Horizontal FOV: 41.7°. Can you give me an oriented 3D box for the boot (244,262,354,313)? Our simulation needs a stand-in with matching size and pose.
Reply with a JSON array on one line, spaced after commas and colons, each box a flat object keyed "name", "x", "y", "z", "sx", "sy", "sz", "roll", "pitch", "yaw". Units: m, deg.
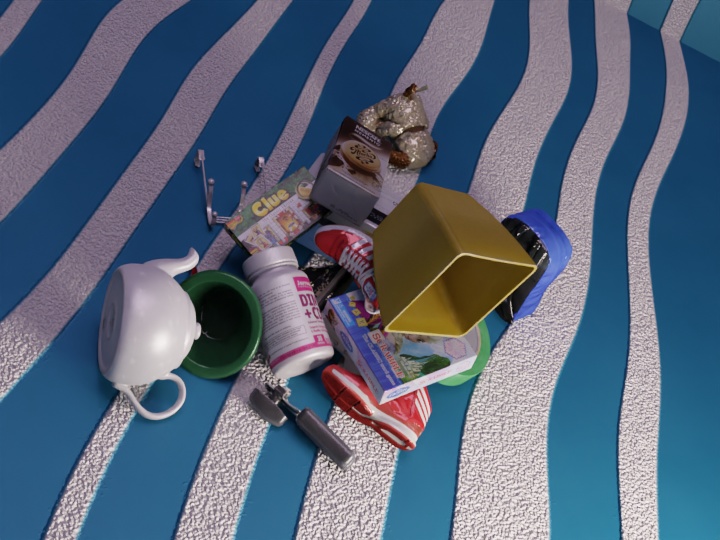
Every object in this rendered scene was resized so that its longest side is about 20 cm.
[{"name": "boot", "x": -0.100, "y": -0.001, "z": 1.715, "sx": 0.153, "sy": 0.074, "sz": 0.204, "roll": 37, "pitch": 78, "yaw": 17}]

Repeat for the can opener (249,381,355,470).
[{"name": "can opener", "x": -0.093, "y": 0.254, "z": 1.538, "sx": 0.199, "sy": 0.053, "sz": 0.067, "roll": 38, "pitch": 76, "yaw": 14}]

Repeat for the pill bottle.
[{"name": "pill bottle", "x": -0.127, "y": 0.069, "z": 1.608, "sx": 0.112, "sy": 0.113, "sz": 0.203, "roll": -10, "pitch": 72, "yaw": -35}]

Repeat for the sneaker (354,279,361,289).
[{"name": "sneaker", "x": 0.052, "y": 0.055, "z": 1.800, "sx": 0.201, "sy": 0.084, "sz": 0.075, "roll": 50, "pitch": 40, "yaw": -12}]

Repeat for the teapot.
[{"name": "teapot", "x": -0.321, "y": 0.092, "z": 1.475, "sx": 0.144, "sy": 0.202, "sz": 0.199, "roll": 11, "pitch": 34, "yaw": -26}]

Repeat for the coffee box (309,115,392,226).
[{"name": "coffee box", "x": -0.015, "y": -0.189, "z": 1.777, "sx": 0.112, "sy": 0.080, "sz": 0.202, "roll": 29, "pitch": 36, "yaw": -11}]

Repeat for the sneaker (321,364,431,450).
[{"name": "sneaker", "x": 0.034, "y": 0.204, "z": 1.609, "sx": 0.199, "sy": 0.078, "sz": 0.116, "roll": 41, "pitch": 58, "yaw": -4}]

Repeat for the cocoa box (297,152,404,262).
[{"name": "cocoa box", "x": -0.034, "y": -0.107, "z": 1.864, "sx": 0.197, "sy": 0.132, "sz": 0.134, "roll": 28, "pitch": 42, "yaw": 2}]

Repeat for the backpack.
[{"name": "backpack", "x": 0.335, "y": -0.028, "z": 1.930, "sx": 0.166, "sy": 0.202, "sz": 0.163, "roll": -24, "pitch": 60, "yaw": -42}]

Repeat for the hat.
[{"name": "hat", "x": -0.244, "y": 0.078, "z": 1.637, "sx": 0.162, "sy": 0.176, "sz": 0.205, "roll": 3, "pitch": 88, "yaw": -2}]

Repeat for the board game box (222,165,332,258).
[{"name": "board game box", "x": -0.144, "y": -0.100, "z": 1.731, "sx": 0.199, "sy": 0.024, "sz": 0.105, "roll": -39, "pitch": 77, "yaw": -26}]

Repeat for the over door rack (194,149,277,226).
[{"name": "over door rack", "x": -0.242, "y": -0.169, "z": 1.866, "sx": 0.145, "sy": 0.067, "sz": 0.202, "roll": 4, "pitch": 46, "yaw": -26}]

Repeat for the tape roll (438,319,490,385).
[{"name": "tape roll", "x": 0.156, "y": 0.111, "z": 1.761, "sx": 0.198, "sy": 0.048, "sz": 0.204, "roll": 24, "pitch": 48, "yaw": -29}]

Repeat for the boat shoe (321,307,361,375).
[{"name": "boat shoe", "x": -0.011, "y": 0.155, "z": 1.665, "sx": 0.070, "sy": 0.071, "sz": 0.200, "roll": -43, "pitch": 90, "yaw": -9}]

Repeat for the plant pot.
[{"name": "plant pot", "x": 0.131, "y": -0.025, "z": 1.549, "sx": 0.198, "sy": 0.200, "sz": 0.178, "roll": 7, "pitch": 48, "yaw": -43}]

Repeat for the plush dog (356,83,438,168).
[{"name": "plush dog", "x": 0.112, "y": -0.318, "z": 2.169, "sx": 0.198, "sy": 0.160, "sz": 0.175, "roll": -17, "pitch": 83, "yaw": -37}]

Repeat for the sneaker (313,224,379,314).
[{"name": "sneaker", "x": 0.000, "y": 0.000, "z": 1.618, "sx": 0.197, "sy": 0.072, "sz": 0.113, "roll": 24, "pitch": 43, "yaw": 1}]

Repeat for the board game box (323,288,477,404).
[{"name": "board game box", "x": 0.068, "y": 0.109, "z": 1.622, "sx": 0.197, "sy": 0.041, "sz": 0.201, "roll": -17, "pitch": 58, "yaw": -30}]
